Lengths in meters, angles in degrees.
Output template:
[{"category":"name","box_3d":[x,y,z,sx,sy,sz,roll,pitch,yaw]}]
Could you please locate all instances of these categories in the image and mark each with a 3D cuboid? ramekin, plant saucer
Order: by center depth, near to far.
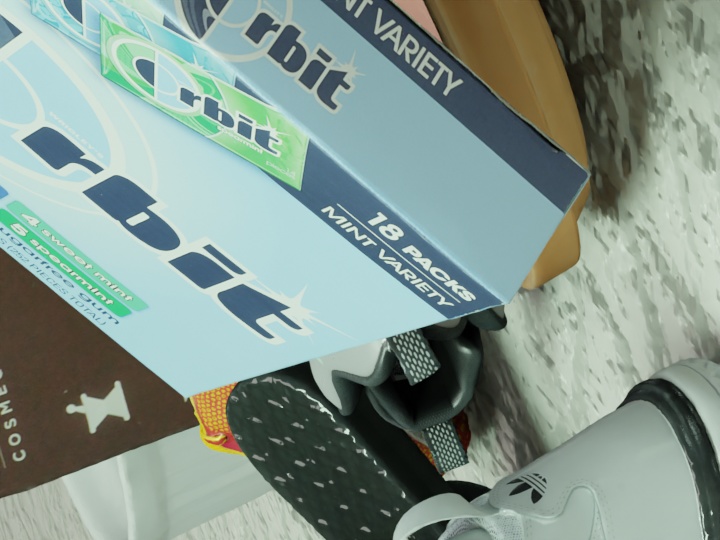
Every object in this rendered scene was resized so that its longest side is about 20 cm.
[{"category":"plant saucer","box_3d":[0.017,-0.091,0.755,0.200,0.032,0.201,90,154,-85]},{"category":"ramekin","box_3d":[-0.101,0.028,1.228,0.200,0.097,0.202,160,90,-74]}]

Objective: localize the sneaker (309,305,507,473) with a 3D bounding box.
[{"category":"sneaker","box_3d":[0.000,0.000,0.852,0.141,0.077,0.200,61,-174,-5]}]

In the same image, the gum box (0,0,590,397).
[{"category":"gum box","box_3d":[-0.060,-0.044,0.671,0.170,0.045,0.200,41,156,-15]}]

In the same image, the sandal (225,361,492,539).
[{"category":"sandal","box_3d":[0.038,0.097,0.898,0.201,0.048,0.075,51,141,-12]}]

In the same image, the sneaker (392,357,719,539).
[{"category":"sneaker","box_3d":[0.074,0.132,0.741,0.075,0.114,0.201,-144,38,-64]}]

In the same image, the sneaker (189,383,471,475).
[{"category":"sneaker","box_3d":[-0.044,0.026,0.923,0.200,0.077,0.073,44,-163,-26]}]

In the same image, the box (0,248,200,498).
[{"category":"box","box_3d":[-0.112,-0.035,1.010,0.164,0.199,0.167,-141,35,-60]}]
